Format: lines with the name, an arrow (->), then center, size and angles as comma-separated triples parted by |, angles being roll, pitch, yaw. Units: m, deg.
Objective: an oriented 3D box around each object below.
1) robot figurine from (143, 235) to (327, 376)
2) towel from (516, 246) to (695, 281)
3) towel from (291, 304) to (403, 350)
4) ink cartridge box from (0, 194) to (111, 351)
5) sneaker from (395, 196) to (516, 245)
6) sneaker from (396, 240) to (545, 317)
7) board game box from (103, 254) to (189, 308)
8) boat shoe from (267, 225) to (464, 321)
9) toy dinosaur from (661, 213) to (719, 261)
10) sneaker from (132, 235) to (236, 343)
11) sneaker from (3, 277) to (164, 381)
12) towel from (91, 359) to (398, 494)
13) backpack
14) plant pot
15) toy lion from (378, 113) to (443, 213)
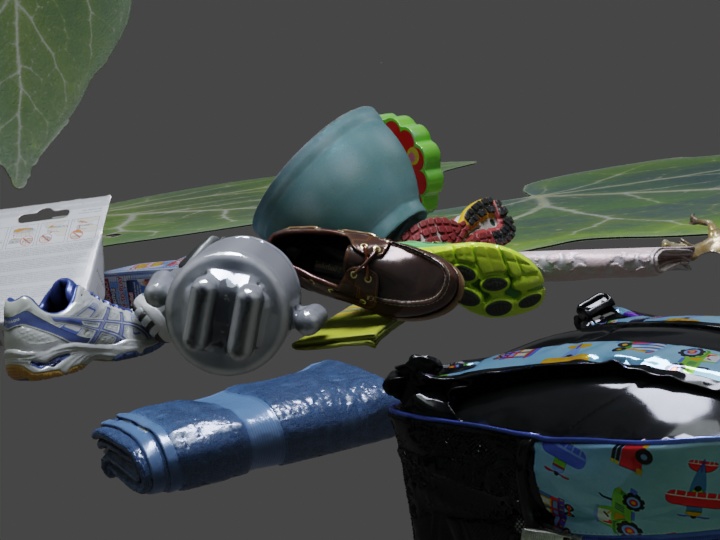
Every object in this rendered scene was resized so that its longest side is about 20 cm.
robot figurine -> -0.114, 0.030, 1.495 | 0.168, 0.114, 0.200 | 15, 9, 2
towel -> 0.230, -0.007, 1.686 | 0.199, 0.032, 0.191 | -3, 0, 24
towel -> 0.003, 0.053, 1.599 | 0.085, 0.018, 0.200 | -8, 7, 17
ink cartridge box -> -0.360, 0.005, 1.811 | 0.160, 0.050, 0.201 | -6, 39, 9
sneaker -> 0.097, -0.019, 1.903 | 0.199, 0.078, 0.082 | -20, -12, -44
sneaker -> 0.085, -0.001, 1.612 | 0.199, 0.075, 0.084 | 6, 14, 13
board game box -> -0.193, 0.015, 1.896 | 0.198, 0.062, 0.200 | -5, 8, 10
boat shoe -> 0.000, 0.000, 1.546 | 0.199, 0.071, 0.070 | 8, -17, 32
toy dinosaur -> 0.429, -0.040, 1.823 | 0.199, 0.059, 0.101 | -15, 22, 0
sneaker -> -0.150, 0.008, 1.673 | 0.115, 0.075, 0.200 | -42, 1, 16
sneaker -> -0.265, 0.048, 1.608 | 0.075, 0.089, 0.200 | -4, 6, 36
towel -> -0.076, 0.106, 1.128 | 0.199, 0.049, 0.111 | -10, 9, -27
backpack -> 0.136, 0.089, 0.713 | 0.199, 0.136, 0.182 | -1, 9, 44
plant pot -> -0.008, -0.069, 1.891 | 0.200, 0.134, 0.200 | -42, -13, -12
toy lion -> 0.026, -0.095, 2.016 | 0.068, 0.193, 0.199 | -13, 9, -40
